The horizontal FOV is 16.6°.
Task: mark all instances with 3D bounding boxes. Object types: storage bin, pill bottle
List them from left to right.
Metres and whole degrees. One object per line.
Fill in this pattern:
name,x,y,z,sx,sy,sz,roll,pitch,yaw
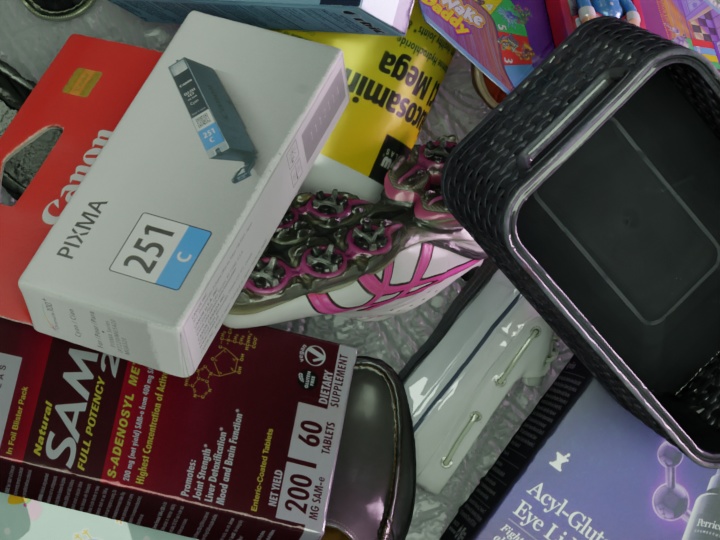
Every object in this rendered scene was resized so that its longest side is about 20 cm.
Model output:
pill bottle,-0.016,-0.102,1.388,0.112,0.112,0.201,24,89,-4
storage bin,0.155,-0.015,1.268,0.135,0.094,0.200,-44,114,-2

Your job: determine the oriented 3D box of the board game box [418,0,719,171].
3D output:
board game box,0.125,-0.149,1.338,0.200,0.039,0.158,41,52,0

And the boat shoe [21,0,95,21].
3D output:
boat shoe,-0.187,-0.244,1.398,0.074,0.066,0.201,-5,91,-4

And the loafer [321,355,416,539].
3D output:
loafer,-0.010,0.143,1.356,0.072,0.072,0.201,7,80,4

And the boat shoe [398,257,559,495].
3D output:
boat shoe,0.081,0.040,1.423,0.067,0.074,0.200,39,100,-6

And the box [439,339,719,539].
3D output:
box,0.162,0.124,1.407,0.148,0.104,0.200,36,88,-3

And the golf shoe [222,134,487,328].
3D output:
golf shoe,0.000,0.000,1.325,0.199,0.073,0.092,-20,135,-32

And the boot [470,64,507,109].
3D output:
boot,0.162,-0.085,1.406,0.199,0.107,0.075,21,87,-5

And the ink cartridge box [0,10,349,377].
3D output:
ink cartridge box,-0.124,-0.053,1.283,0.175,0.045,0.201,15,54,20

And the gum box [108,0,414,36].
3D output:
gum box,-0.040,-0.218,1.346,0.044,0.199,0.171,25,78,-48

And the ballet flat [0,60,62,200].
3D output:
ballet flat,-0.195,-0.078,1.403,0.199,0.057,0.067,33,89,-4

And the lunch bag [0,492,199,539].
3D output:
lunch bag,-0.154,0.104,1.375,0.169,0.122,0.201,13,88,-3

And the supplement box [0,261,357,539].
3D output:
supplement box,-0.110,0.075,1.299,0.199,0.061,0.109,13,67,-6
